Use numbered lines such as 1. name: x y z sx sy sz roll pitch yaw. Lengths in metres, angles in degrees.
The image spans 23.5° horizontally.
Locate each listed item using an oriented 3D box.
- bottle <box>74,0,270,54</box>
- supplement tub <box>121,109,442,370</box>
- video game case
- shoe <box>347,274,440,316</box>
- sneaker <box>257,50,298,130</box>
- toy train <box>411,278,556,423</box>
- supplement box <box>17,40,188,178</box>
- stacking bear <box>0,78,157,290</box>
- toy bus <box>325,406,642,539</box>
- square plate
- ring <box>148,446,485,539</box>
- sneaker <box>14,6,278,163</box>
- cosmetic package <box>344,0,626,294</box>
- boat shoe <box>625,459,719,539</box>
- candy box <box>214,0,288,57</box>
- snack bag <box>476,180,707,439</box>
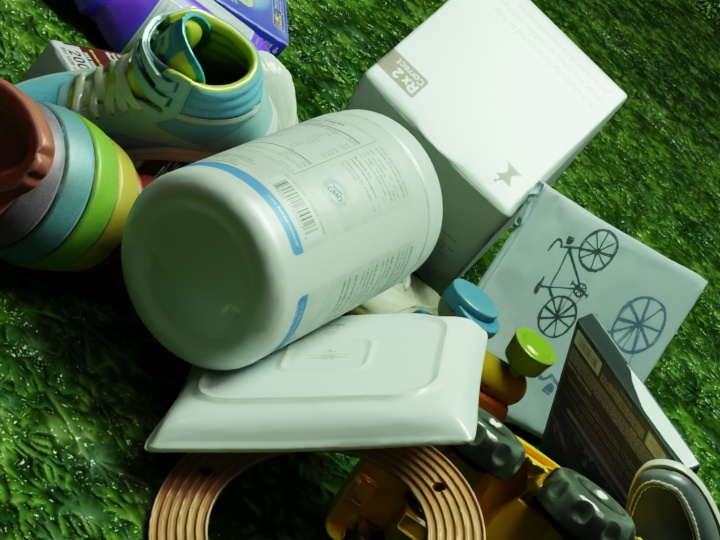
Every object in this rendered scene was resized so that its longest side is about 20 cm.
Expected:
1. bottle: -0.173 -0.211 1.445 0.200 0.084 0.065 36 28 -13
2. supplement tub: -0.049 -0.024 1.140 0.132 0.132 0.200 48 35 12
3. video game case: 0.189 0.144 1.306 0.019 0.200 0.143 -21 58 -19
4. shoe: 0.000 0.000 1.394 0.200 0.053 0.070 23 31 -37
5. sneaker: -0.077 -0.061 1.280 0.072 0.200 0.072 -2 0 -20
6. toy train: 0.108 0.092 1.330 0.200 0.116 0.085 31 27 -23
7. supplement box: -0.157 -0.106 1.325 0.200 0.061 0.109 3 46 -55
8. stacking bear: -0.189 -0.044 1.129 0.200 0.121 0.114 26 28 -51
9. toy bus: 0.084 0.160 1.187 0.200 0.136 0.192 36 12 -8
10. square plate: -0.022 0.066 1.111 0.200 0.028 0.198 -2 18 7
11. ring: -0.026 0.158 1.026 0.200 0.019 0.201 2 41 -2
12. sneaker: -0.156 -0.128 1.160 0.200 0.131 0.080 -2 65 -3
13. cosmetic package: 0.088 -0.116 1.476 0.165 0.200 0.165 45 66 4
14. boat shoe: 0.213 0.230 1.206 0.073 0.200 0.063 6 24 25
15. candy box: -0.167 -0.270 1.559 0.200 0.077 0.169 32 27 -24
16. snack bag: 0.164 0.047 1.411 0.200 0.189 0.021 28 9 -29
